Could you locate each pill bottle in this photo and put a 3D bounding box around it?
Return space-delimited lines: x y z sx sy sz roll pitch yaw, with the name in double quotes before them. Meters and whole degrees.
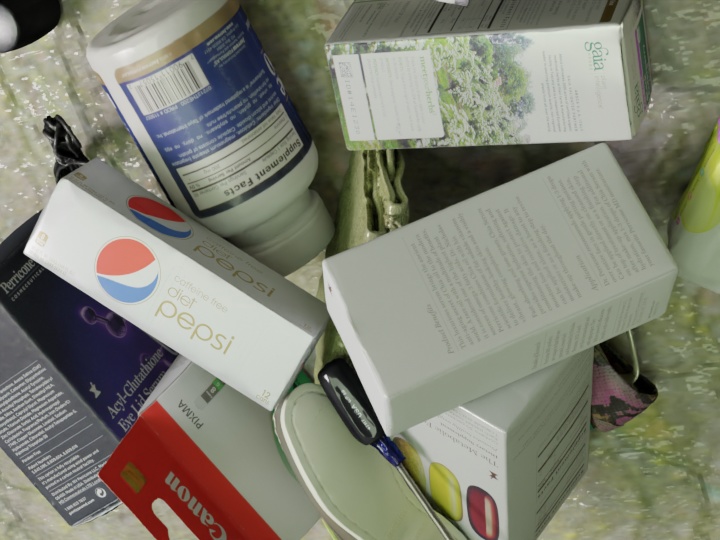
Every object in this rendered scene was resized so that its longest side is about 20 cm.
"pill bottle" -0.097 -0.094 1.145 0.110 0.111 0.201 -16 115 29

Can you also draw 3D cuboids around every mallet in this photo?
"mallet" -0.251 -0.249 1.139 0.041 0.066 0.202 7 122 19

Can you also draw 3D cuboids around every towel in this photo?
"towel" 0.000 0.000 1.150 0.036 0.149 0.202 9 126 -8

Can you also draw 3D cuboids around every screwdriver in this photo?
"screwdriver" 0.037 0.142 1.107 0.201 0.029 0.028 51 159 -7

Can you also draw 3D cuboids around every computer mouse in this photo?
"computer mouse" -0.164 -0.023 1.203 0.200 0.046 0.140 42 169 2

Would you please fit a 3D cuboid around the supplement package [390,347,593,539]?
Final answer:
"supplement package" 0.088 0.102 1.140 0.113 0.110 0.201 29 151 25

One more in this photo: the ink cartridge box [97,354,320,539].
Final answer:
"ink cartridge box" -0.091 0.139 1.233 0.050 0.200 0.161 -32 106 33

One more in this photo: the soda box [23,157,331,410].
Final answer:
"soda box" -0.120 0.007 1.101 0.199 0.068 0.064 32 109 2

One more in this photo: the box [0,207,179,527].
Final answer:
"box" -0.224 0.068 1.274 0.104 0.148 0.200 -30 107 33

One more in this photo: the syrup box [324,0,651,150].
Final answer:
"syrup box" 0.085 -0.134 1.068 0.198 0.082 0.079 -1 121 20

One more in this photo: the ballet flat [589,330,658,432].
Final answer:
"ballet flat" 0.148 0.025 1.158 0.071 0.069 0.201 -30 110 14

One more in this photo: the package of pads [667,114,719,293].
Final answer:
"package of pads" 0.293 -0.059 1.040 0.153 0.068 0.201 23 125 6

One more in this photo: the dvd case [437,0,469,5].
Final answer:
"dvd case" -0.022 -0.249 1.002 0.198 0.016 0.150 13 126 16

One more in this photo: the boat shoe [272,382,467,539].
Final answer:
"boat shoe" 0.001 0.160 1.144 0.202 0.072 0.060 50 150 -20

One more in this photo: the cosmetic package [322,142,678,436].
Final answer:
"cosmetic package" 0.086 0.012 1.026 0.198 0.102 0.071 -22 156 -9
